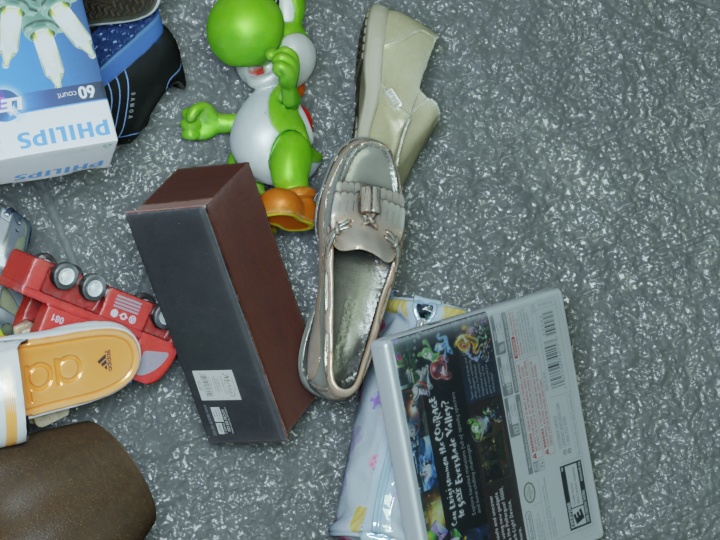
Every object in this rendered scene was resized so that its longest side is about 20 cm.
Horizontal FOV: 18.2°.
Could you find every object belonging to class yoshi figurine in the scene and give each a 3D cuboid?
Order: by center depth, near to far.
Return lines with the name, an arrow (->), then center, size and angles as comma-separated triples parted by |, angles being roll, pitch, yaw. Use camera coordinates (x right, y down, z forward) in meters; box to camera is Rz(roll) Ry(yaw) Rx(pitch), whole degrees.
yoshi figurine -> -0.083, -0.131, 1.727 | 0.112, 0.112, 0.201 | 1, 77, -2

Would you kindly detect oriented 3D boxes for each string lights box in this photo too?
string lights box -> -0.249, -0.167, 1.626 | 0.102, 0.059, 0.201 | -11, 75, -17

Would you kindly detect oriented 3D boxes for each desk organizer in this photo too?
desk organizer -> -0.098, 0.025, 1.684 | 0.077, 0.072, 0.200 | -50, 129, -51

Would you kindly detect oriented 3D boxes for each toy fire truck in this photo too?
toy fire truck -> -0.235, 0.062, 1.663 | 0.200, 0.049, 0.141 | 24, 88, -33

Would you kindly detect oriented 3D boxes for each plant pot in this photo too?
plant pot -> -0.253, 0.199, 1.619 | 0.200, 0.187, 0.187 | -34, 87, -27

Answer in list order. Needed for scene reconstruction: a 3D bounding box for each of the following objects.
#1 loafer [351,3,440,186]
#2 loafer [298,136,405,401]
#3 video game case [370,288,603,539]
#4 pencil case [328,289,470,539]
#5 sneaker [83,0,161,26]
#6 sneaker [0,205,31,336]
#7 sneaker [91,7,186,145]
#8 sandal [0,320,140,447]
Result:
loafer -> 0.028, -0.111, 1.755 | 0.068, 0.076, 0.201 | 4, 79, -2
loafer -> 0.000, 0.000, 1.678 | 0.072, 0.063, 0.201 | 9, 90, -15
video game case -> 0.098, 0.130, 1.693 | 0.181, 0.023, 0.201 | -15, 98, -38
pencil case -> 0.035, 0.119, 1.710 | 0.083, 0.091, 0.201 | 14, 79, -7
sneaker -> -0.240, -0.221, 1.736 | 0.199, 0.085, 0.073 | -2, 122, 12
sneaker -> -0.295, -0.036, 1.699 | 0.081, 0.074, 0.201 | -21, 92, -19
sneaker -> -0.211, -0.116, 1.705 | 0.200, 0.070, 0.078 | -42, 129, -22
sandal -> -0.242, 0.082, 1.598 | 0.206, 0.059, 0.079 | -17, 110, -28
